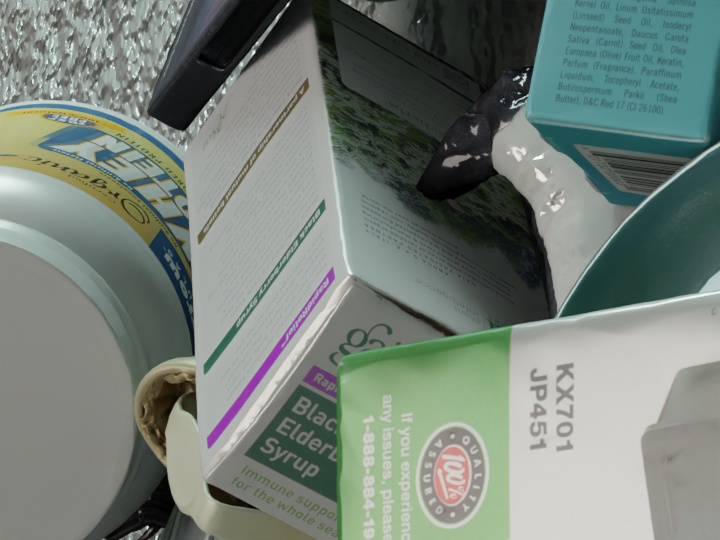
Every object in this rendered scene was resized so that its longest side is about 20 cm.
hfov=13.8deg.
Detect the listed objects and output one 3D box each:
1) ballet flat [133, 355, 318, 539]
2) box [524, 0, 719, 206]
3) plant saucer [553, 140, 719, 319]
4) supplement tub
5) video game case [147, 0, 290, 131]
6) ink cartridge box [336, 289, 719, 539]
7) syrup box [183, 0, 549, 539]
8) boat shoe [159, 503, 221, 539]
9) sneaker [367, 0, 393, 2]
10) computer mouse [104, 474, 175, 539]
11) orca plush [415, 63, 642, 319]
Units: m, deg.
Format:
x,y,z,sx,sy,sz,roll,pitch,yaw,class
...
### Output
x,y,z,sx,sy,sz,roll,pitch,yaw,class
-0.015,0.088,0.906,0.200,0.069,0.070,51,128,46,ballet flat
0.095,-0.120,0.769,0.049,0.082,0.200,8,80,22,box
0.119,0.058,0.672,0.200,0.027,0.201,-12,70,35,plant saucer
-0.125,0.024,1.076,0.200,0.144,0.145,-72,-2,-76,supplement tub
-0.011,-0.142,0.958,0.200,0.019,0.143,-44,24,62,video game case
0.097,0.079,0.612,0.200,0.083,0.147,-12,71,34,ink cartridge box
0.000,0.000,0.904,0.081,0.079,0.200,-53,21,23,syrup box
-0.032,0.099,1.009,0.071,0.070,0.201,177,105,-70,boat shoe
0.044,-0.111,0.915,0.118,0.074,0.201,-58,23,28,sneaker
-0.075,0.167,1.120,0.140,0.046,0.200,-18,61,58,computer mouse
0.078,0.032,0.798,0.200,0.105,0.071,43,161,40,orca plush
